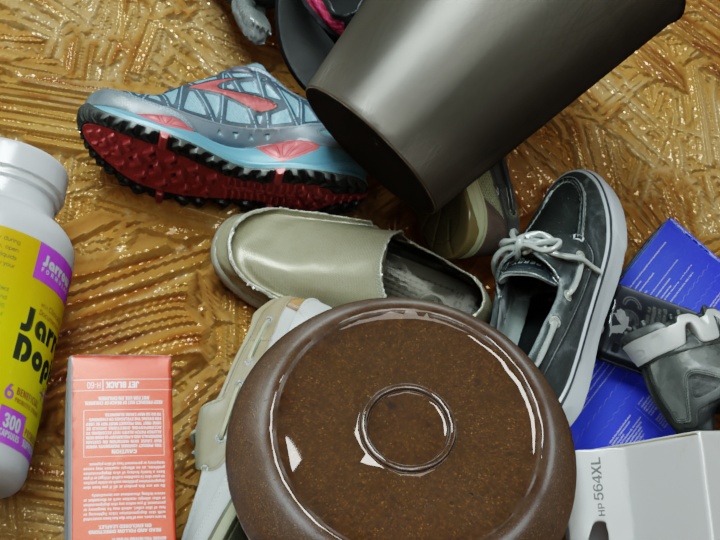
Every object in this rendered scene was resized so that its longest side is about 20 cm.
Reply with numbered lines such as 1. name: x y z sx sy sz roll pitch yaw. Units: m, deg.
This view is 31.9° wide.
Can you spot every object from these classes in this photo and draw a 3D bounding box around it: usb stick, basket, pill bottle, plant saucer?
1. usb stick: 0.244 0.063 0.831 0.198 0.033 0.056 20 72 -6
2. basket: 0.072 -0.146 0.793 0.180 0.136 0.200 40 83 14
3. pill bottle: -0.229 0.026 0.747 0.103 0.104 0.202 10 66 -8
4. plant saucer: 0.024 0.093 0.691 0.197 0.035 0.202 2 56 -3

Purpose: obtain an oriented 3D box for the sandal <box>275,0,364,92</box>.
1. sandal: -0.019 -0.204 0.825 0.074 0.045 0.203 -9 101 -21

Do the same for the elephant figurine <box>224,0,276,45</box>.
1. elephant figurine: -0.023 -0.268 0.905 0.198 0.157 0.141 -15 28 -24

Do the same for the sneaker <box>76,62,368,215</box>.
1. sneaker: -0.092 -0.096 0.854 0.197 0.079 0.097 12 59 -18

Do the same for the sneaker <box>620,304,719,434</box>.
1. sneaker: 0.264 0.056 0.786 0.197 0.067 0.092 -14 75 -14

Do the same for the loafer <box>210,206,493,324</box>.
1. loafer: 0.000 0.000 0.829 0.197 0.068 0.077 16 65 -6

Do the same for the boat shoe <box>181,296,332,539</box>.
1. boat shoe: -0.066 0.110 0.773 0.068 0.075 0.202 19 70 27

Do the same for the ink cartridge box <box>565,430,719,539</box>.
1. ink cartridge box: 0.216 0.166 0.739 0.198 0.125 0.130 4 74 -30

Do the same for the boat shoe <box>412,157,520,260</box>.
1. boat shoe: 0.064 -0.096 0.890 0.065 0.072 0.203 9 56 -35

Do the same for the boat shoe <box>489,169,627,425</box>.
1. boat shoe: 0.117 0.006 0.809 0.068 0.073 0.201 42 56 -34

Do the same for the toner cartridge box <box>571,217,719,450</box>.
1. toner cartridge box: 0.186 0.066 0.856 0.095 0.043 0.200 41 65 7

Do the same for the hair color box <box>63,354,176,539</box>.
1. hair color box: -0.138 0.159 0.713 0.060 0.102 0.203 1 68 -14
